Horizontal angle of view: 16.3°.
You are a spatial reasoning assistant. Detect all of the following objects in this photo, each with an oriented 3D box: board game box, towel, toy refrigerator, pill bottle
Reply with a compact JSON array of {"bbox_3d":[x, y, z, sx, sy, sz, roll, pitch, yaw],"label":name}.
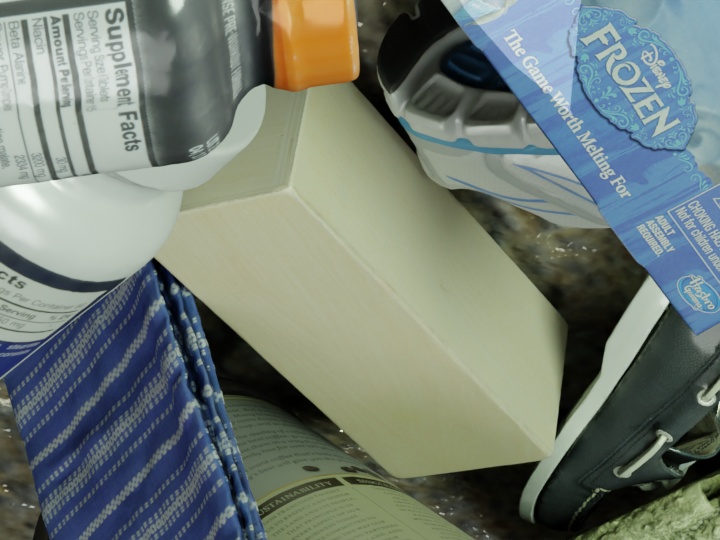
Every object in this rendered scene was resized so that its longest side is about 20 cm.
[{"bbox_3d":[0.134,-0.100,0.741,0.198,0.044,0.200,-31,124,16],"label":"board game box"},{"bbox_3d":[-0.094,0.069,0.957,0.024,0.201,0.145,-2,150,-34],"label":"towel"},{"bbox_3d":[0.000,0.000,0.953,0.075,0.070,0.200,-10,144,31],"label":"toy refrigerator"},{"bbox_3d":[0.115,0.123,1.080,0.199,0.037,0.148,-29,170,32],"label":"towel"},{"bbox_3d":[-0.132,-0.028,0.853,0.115,0.116,0.200,31,128,-33],"label":"pill bottle"},{"bbox_3d":[-0.100,-0.077,0.711,0.198,0.107,0.107,-7,143,-2],"label":"pill bottle"}]

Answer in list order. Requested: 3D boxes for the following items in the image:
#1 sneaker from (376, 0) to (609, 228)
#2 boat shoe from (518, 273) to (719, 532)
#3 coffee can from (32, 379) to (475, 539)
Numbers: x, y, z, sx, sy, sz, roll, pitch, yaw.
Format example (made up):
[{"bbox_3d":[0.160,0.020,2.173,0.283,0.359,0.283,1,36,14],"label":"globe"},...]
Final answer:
[{"bbox_3d":[0.107,-0.046,0.886,0.198,0.075,0.087,12,152,14],"label":"sneaker"},{"bbox_3d":[0.118,0.056,1.007,0.060,0.076,0.200,33,146,8],"label":"boat shoe"},{"bbox_3d":[-0.025,0.145,1.007,0.146,0.147,0.200,38,174,-38],"label":"coffee can"}]
